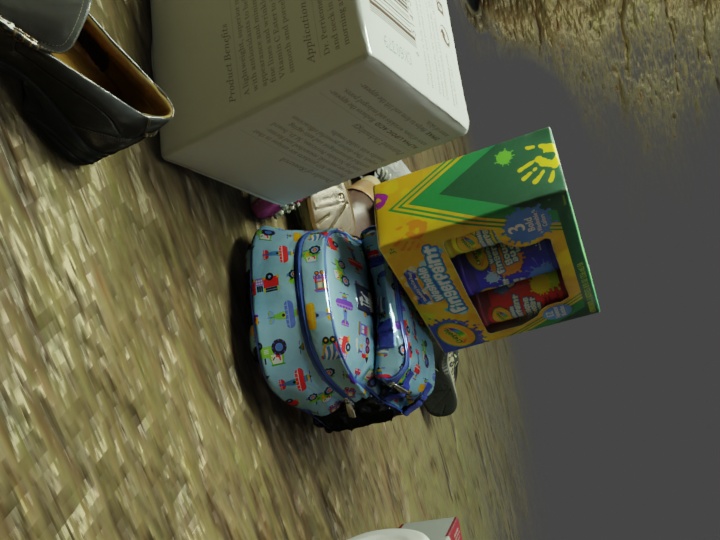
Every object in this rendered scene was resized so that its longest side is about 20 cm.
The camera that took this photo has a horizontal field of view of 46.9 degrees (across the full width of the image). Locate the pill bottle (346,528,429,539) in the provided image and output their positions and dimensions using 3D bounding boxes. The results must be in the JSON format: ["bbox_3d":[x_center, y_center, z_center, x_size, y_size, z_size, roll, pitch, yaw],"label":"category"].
[{"bbox_3d":[0.032,0.360,0.778,0.112,0.109,0.206,-11,91,-74],"label":"pill bottle"}]

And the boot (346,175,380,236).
[{"bbox_3d":[0.000,0.000,1.038,0.167,0.071,0.204,-57,139,-50],"label":"boot"}]

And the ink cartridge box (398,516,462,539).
[{"bbox_3d":[0.088,0.421,0.991,0.145,0.081,0.205,-7,86,-75],"label":"ink cartridge box"}]

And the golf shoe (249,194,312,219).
[{"bbox_3d":[-0.051,-0.129,0.828,0.092,0.075,0.200,50,55,-5],"label":"golf shoe"}]

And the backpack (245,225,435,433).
[{"bbox_3d":[-0.022,0.043,0.771,0.200,0.131,0.187,44,37,-59],"label":"backpack"}]

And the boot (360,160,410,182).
[{"bbox_3d":[0.021,-0.141,1.178,0.203,0.072,0.096,62,28,-25],"label":"boot"}]

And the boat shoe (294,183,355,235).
[{"bbox_3d":[-0.057,-0.119,0.895,0.072,0.062,0.206,-7,88,-29],"label":"boat shoe"}]

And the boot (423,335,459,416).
[{"bbox_3d":[0.117,0.108,1.330,0.154,0.072,0.208,-69,149,-67],"label":"boot"}]

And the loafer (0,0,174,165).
[{"bbox_3d":[-0.176,-0.141,0.454,0.201,0.071,0.074,54,30,-55],"label":"loafer"}]

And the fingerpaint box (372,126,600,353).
[{"bbox_3d":[0.121,-0.016,0.766,0.201,0.163,0.075,56,23,-51],"label":"fingerpaint box"}]

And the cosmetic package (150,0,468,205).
[{"bbox_3d":[-0.043,-0.175,0.666,0.164,0.196,0.169,18,61,-56],"label":"cosmetic package"}]
